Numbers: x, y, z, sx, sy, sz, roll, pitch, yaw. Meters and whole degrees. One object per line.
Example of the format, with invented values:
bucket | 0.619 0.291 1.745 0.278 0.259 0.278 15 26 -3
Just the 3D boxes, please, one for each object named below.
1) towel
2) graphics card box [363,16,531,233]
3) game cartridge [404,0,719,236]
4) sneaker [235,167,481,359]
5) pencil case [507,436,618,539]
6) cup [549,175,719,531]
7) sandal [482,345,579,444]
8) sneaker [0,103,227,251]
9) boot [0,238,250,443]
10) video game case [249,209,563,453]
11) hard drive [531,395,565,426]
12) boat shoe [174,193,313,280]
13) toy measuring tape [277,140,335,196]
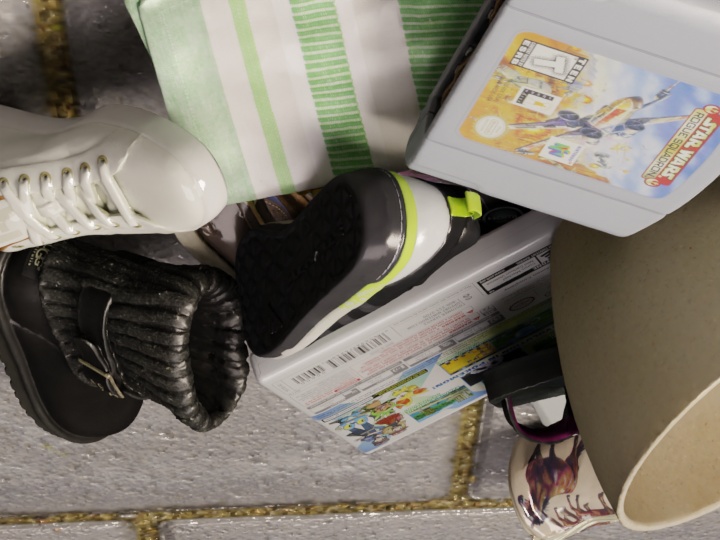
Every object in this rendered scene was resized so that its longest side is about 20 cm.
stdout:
towel | 0.000 -0.100 0.976 0.198 0.024 0.153 -10 134 7
graphics card box | 0.067 -0.091 1.067 0.124 0.051 0.201 -4 150 1
game cartridge | 0.108 -0.081 0.909 0.132 0.042 0.200 20 151 -6
sneaker | 0.000 0.000 1.055 0.082 0.072 0.200 -3 168 -27
pencil case | 0.201 0.136 1.415 0.198 0.090 0.078 -17 147 23
cup | 0.178 0.019 1.062 0.199 0.144 0.201 -27 153 -15
sandal | 0.110 0.077 1.190 0.075 0.048 0.200 -19 172 12
sneaker | -0.154 -0.034 1.028 0.199 0.085 0.073 5 133 41
boot | -0.132 0.055 1.201 0.157 0.080 0.212 15 154 22
video game case | 0.056 0.037 1.180 0.199 0.022 0.182 -27 155 10
hard drive | 0.155 0.037 1.309 0.131 0.026 0.200 -12 147 14
boat shoe | -0.031 -0.006 1.180 0.059 0.072 0.200 -19 140 29
toy measuring tape | -0.032 -0.101 1.029 0.073 0.074 0.201 -4 144 2
